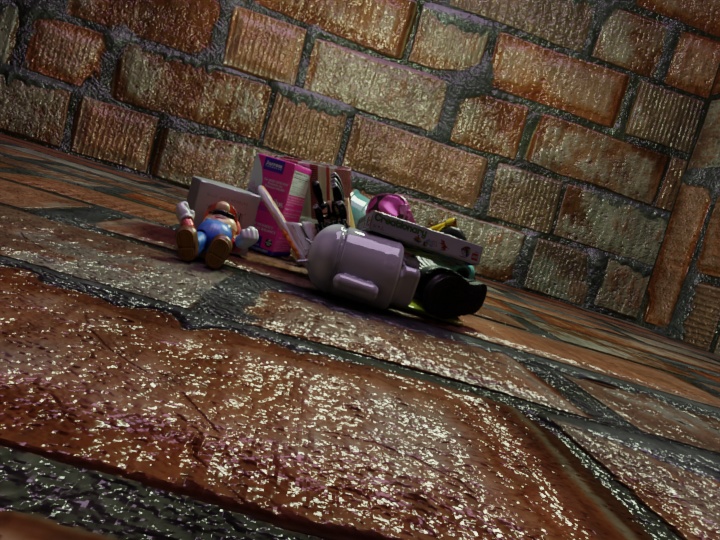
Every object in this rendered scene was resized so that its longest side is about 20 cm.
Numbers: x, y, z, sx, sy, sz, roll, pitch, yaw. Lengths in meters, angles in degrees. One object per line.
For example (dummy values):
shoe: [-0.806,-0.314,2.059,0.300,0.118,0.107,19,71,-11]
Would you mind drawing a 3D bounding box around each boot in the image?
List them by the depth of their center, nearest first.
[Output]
boot: [0.124,0.023,1.050,0.157,0.081,0.210,28,8,33]

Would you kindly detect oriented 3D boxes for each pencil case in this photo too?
pencil case: [0.080,-0.068,1.133,0.092,0.092,0.200,8,-24,26]

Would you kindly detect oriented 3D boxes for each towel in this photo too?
towel: [0.085,0.063,1.046,0.196,0.018,0.086,17,11,-7]
towel: [-0.114,-0.186,1.335,0.196,0.146,0.023,13,36,16]

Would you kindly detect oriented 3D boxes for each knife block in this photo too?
knife block: [-0.047,-0.099,1.093,0.063,0.179,0.200,-6,12,4]

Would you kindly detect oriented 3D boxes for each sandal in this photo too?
sandal: [-0.120,-0.083,1.080,0.209,0.059,0.079,58,-2,0]

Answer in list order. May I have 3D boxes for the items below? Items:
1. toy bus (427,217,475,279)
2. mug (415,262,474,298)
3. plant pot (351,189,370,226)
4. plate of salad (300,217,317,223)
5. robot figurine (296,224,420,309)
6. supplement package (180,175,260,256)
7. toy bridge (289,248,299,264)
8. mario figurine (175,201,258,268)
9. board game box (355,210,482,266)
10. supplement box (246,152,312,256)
toy bus: [0.184,-0.009,1.431,0.189,0.204,0.136,-15,-9,10]
mug: [0.146,0.004,1.296,0.150,0.116,0.184,13,7,-35]
plant pot: [0.035,-0.087,1.558,0.193,0.203,0.200,24,6,8]
plate of salad: [-0.152,-0.125,1.497,0.196,0.049,0.201,-15,-21,-6]
robot figurine: [-0.003,-0.007,0.932,0.196,0.115,0.170,16,22,-4]
supplement package: [-0.280,-0.112,1.125,0.115,0.120,0.200,12,6,-23]
toy bridge: [-0.121,-0.049,1.279,0.068,0.027,0.200,60,10,-17]
mario figurine: [-0.234,-0.074,0.918,0.124,0.105,0.200,50,5,-15]
board game box: [0.096,-0.051,0.989,0.197,0.035,0.126,18,-5,-11]
supplement box: [-0.191,-0.142,1.263,0.100,0.204,0.103,17,5,16]
